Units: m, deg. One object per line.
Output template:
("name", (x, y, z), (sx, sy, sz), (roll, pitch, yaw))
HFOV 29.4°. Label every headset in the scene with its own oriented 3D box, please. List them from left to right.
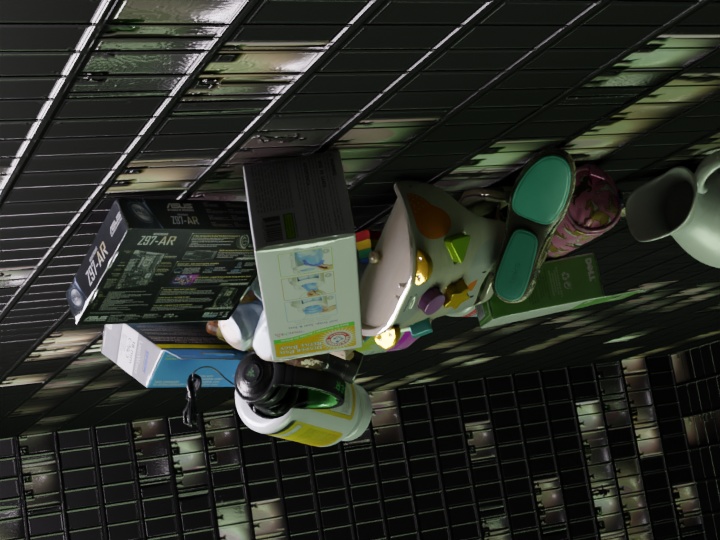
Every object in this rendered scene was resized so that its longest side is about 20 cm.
("headset", (-0.118, 0.154, 1.677), (0.197, 0.095, 0.124), (5, 162, 10))

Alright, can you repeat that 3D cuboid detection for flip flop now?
("flip flop", (0.142, -0.062, 1.667), (0.080, 0.059, 0.199), (-3, 168, -32))

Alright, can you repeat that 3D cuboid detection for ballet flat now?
("ballet flat", (0.199, -0.059, 1.568), (0.067, 0.202, 0.075), (22, -151, 11))

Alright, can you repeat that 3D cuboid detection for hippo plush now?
("hippo plush", (-0.086, -0.006, 1.645), (0.160, 0.159, 0.202), (-24, 141, -49))

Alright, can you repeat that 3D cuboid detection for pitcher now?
("pitcher", (0.460, -0.083, 1.739), (0.198, 0.123, 0.171), (12, 143, -36))

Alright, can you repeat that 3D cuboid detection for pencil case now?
("pencil case", (0.251, -0.065, 1.680), (0.086, 0.084, 0.200), (-25, 174, -16))

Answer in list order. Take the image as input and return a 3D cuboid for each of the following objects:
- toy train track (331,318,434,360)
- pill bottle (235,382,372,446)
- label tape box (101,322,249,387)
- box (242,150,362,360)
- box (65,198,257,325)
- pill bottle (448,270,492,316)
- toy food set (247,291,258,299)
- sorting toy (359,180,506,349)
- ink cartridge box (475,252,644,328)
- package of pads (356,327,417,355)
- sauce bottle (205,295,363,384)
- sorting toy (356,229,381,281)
("toy train track", (0.021, 0.068, 1.670), (0.113, 0.033, 0.200), (19, -150, 23))
("pill bottle", (-0.070, 0.176, 1.851), (0.111, 0.114, 0.199), (-15, 158, 30))
("label tape box", (-0.226, 0.111, 1.768), (0.143, 0.064, 0.199), (4, -166, -38))
("box", (-0.057, -0.011, 1.413), (0.100, 0.114, 0.201), (-9, 143, -4))
("box", (-0.201, -0.008, 1.497), (0.198, 0.044, 0.161), (-1, 140, -38))
("pill bottle", (0.188, 0.011, 1.957), (0.108, 0.111, 0.198), (-18, 167, 40))
("toy food set", (-0.233, 0.020, 1.799), (0.142, 0.062, 0.199), (-3, 175, 39))
("sorting toy", (0.096, 0.003, 1.598), (0.178, 0.107, 0.202), (-5, 134, -36))
("ink cartridge box", (0.246, 0.021, 1.733), (0.197, 0.060, 0.104), (-11, 172, -5))
("package of pads", (0.002, 0.074, 1.848), (0.152, 0.069, 0.200), (-8, 169, -9))
("sauce bottle", (-0.094, 0.086, 1.719), (0.198, 0.067, 0.066), (23, 167, -1))
("sorting toy", (0.000, 0.000, 1.835), (0.198, 0.071, 0.198), (-16, 168, 27))
